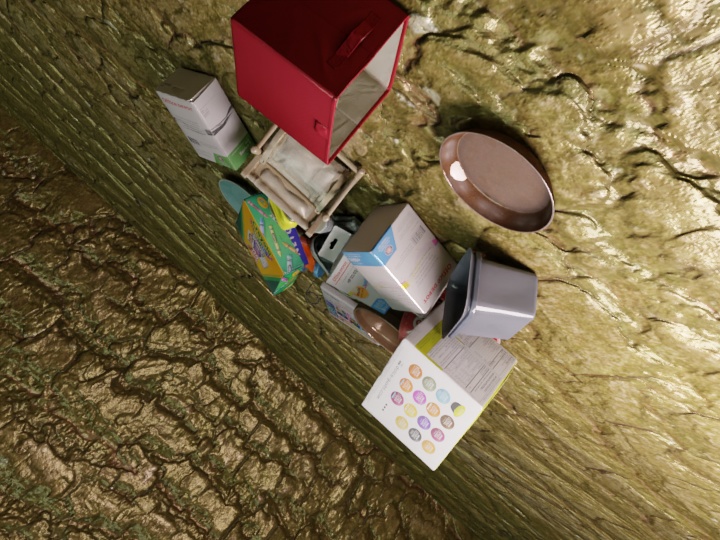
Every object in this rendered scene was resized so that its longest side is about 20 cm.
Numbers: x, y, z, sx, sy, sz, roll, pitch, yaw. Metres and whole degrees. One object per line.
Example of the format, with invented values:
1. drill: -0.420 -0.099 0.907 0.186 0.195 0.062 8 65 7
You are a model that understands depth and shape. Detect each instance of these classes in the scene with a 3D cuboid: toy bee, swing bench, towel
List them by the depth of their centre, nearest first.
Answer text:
1. swing bench: -0.121 -0.193 1.375 0.198 0.131 0.200 41 166 -8
2. towel: -0.006 -0.056 1.613 0.193 0.035 0.198 46 158 -25
3. toy bee: -0.113 -0.031 1.735 0.129 0.109 0.202 33 141 6

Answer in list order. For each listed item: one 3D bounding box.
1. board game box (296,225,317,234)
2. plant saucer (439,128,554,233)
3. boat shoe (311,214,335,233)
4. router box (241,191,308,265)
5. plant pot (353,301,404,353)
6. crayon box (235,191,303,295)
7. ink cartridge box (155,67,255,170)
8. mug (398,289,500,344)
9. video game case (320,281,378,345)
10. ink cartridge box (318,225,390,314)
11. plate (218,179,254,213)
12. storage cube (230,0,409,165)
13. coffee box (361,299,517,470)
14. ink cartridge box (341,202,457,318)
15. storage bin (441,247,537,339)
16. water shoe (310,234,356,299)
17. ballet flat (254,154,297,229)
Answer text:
1. board game box: -0.159 -0.154 1.687 0.101 0.020 0.202 24 155 36
2. plant saucer: 0.206 -0.138 1.024 0.198 0.035 0.201 34 159 15
3. boat shoe: -0.131 -0.155 1.545 0.201 0.070 0.071 46 -164 20
4. router box: -0.212 -0.093 1.689 0.178 0.048 0.205 -8 104 64
5. plant pot: 0.084 0.127 1.739 0.199 0.093 0.202 35 161 14
6. crayon box: -0.212 -0.062 1.591 0.203 0.057 0.119 60 151 12
7. ink cartridge box: -0.340 -0.335 1.524 0.144 0.085 0.202 24 155 36
8. mug: 0.192 0.139 1.506 0.197 0.135 0.178 24 166 29
9. video game case: -0.026 0.130 2.055 0.197 0.024 0.183 31 159 22
10. ink cartridge box: 0.000 0.000 1.536 0.196 0.069 0.116 28 137 -8
11. plate: -0.306 -0.182 1.888 0.198 0.026 0.201 35 159 15
12. storage cube: -0.060 -0.296 0.963 0.178 0.172 0.201 37 161 6
13. coffee box: 0.160 0.224 1.378 0.197 0.199 0.202 39 125 13
14. ink cartridge box: 0.085 -0.014 1.373 0.201 0.129 0.124 48 159 -23
15. storage bin: 0.235 0.049 1.256 0.130 0.150 0.201 11 160 -3
16. water shoe: -0.039 -0.003 1.630 0.200 0.072 0.078 44 155 -24
17. ballet flat: -0.190 -0.180 1.503 0.067 0.066 0.204 -37 74 50
